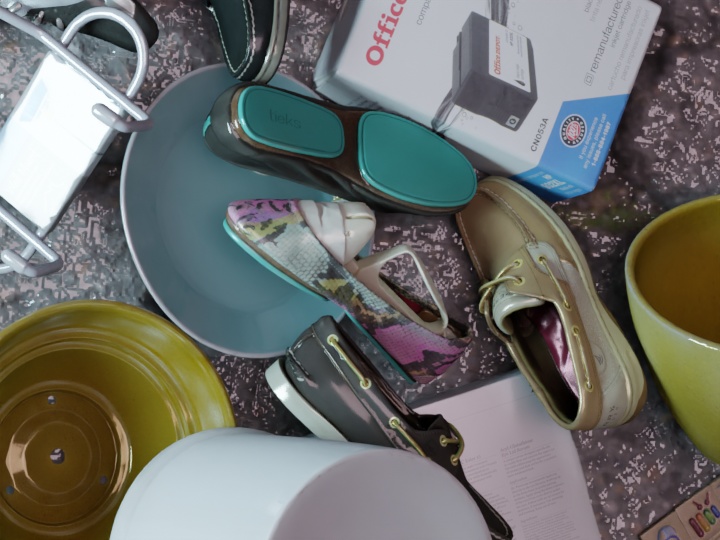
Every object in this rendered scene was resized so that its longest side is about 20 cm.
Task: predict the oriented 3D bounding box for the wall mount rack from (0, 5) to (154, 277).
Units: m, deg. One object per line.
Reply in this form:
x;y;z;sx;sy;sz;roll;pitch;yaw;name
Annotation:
-0.232;-0.096;1.053;0.174;0.075;0.200;38;106;10;wall mount rack

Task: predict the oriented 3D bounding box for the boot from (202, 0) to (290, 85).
-0.133;-0.214;1.077;0.153;0.073;0.204;1;65;-29;boot

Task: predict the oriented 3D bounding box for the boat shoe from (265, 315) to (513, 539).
0.030;0.114;1.087;0.201;0.072;0.061;42;99;-5;boat shoe

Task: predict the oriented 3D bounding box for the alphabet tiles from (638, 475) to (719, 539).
0.328;0.212;1.248;0.200;0.008;0.168;-33;96;-13;alphabet tiles

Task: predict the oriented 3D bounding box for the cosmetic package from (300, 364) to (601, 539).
0.058;0.164;1.158;0.199;0.052;0.151;-16;93;-14;cosmetic package

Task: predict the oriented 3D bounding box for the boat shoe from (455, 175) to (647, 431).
0.119;0.021;1.135;0.066;0.074;0.200;-13;61;-42;boat shoe

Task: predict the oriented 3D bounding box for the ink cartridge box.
0.087;-0.155;1.159;0.199;0.084;0.146;23;83;-12;ink cartridge box

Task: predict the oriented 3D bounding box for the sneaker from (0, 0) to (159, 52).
-0.240;-0.170;1.091;0.200;0.075;0.116;32;87;-2;sneaker

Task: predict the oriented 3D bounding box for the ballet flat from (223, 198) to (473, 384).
0.000;0.000;1.107;0.071;0.069;0.200;-41;118;17;ballet flat

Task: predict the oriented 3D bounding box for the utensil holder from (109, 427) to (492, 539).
-0.038;0.180;0.987;0.169;0.200;0.171;2;85;-29;utensil holder

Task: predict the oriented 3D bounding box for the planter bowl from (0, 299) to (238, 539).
-0.185;0.121;1.072;0.200;0.083;0.201;2;85;-29;planter bowl

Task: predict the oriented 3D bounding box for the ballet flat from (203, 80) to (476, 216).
-0.017;-0.079;1.111;0.199;0.068;0.068;18;65;-30;ballet flat

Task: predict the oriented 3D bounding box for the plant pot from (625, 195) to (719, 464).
0.284;0.057;1.154;0.199;0.200;0.142;-15;125;-14;plant pot

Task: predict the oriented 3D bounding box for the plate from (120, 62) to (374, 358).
-0.077;-0.040;1.121;0.200;0.026;0.201;5;81;-35;plate
